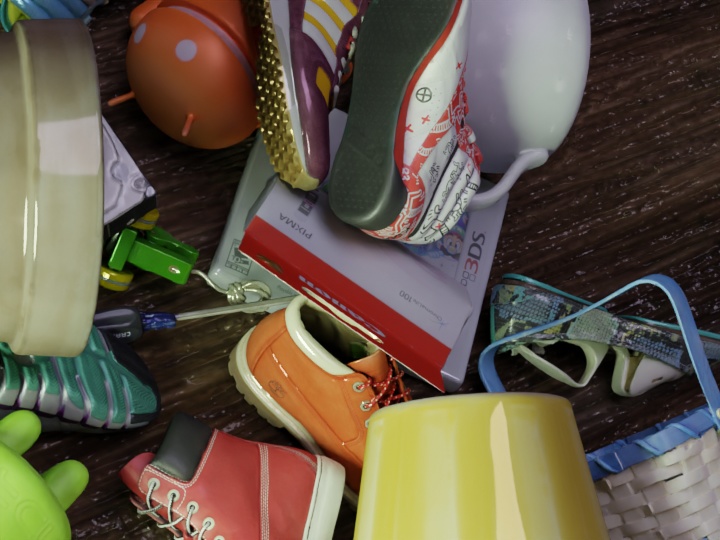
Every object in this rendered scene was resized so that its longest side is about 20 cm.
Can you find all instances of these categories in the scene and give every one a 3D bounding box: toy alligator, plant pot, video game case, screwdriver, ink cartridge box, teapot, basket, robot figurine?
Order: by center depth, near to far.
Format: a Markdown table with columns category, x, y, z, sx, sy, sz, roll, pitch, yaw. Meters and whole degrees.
| category | x | y | z | sx | sy | sz | roll | pitch | yaw |
| --- | --- | --- | --- | --- | --- | --- | --- | --- | --- |
| plant pot | -0.248 | -0.048 | 1.106 | 0.173 | 0.200 | 0.200 | 0 | 63 | -15 |
| robot figurine | -0.250 | 0.171 | 1.120 | 0.175 | 0.116 | 0.200 | 48 | 53 | -10 |
| plant pot | 0.077 | 0.178 | 1.199 | 0.201 | 0.201 | 0.189 | 3 | 76 | -24 |
| ink cartridge box | 0.000 | 0.000 | 1.272 | 0.163 | 0.200 | 0.057 | 34 | 93 | -6 |
| screwdriver | -0.109 | 0.033 | 1.293 | 0.200 | 0.028 | 0.029 | -4 | 90 | -12 |
| toy alligator | -0.155 | -0.020 | 1.313 | 0.200 | 0.059 | 0.054 | 22 | 16 | -14 |
| basket | 0.181 | 0.119 | 1.329 | 0.139 | 0.176 | 0.200 | -24 | 89 | -48 |
| robot figurine | -0.085 | -0.165 | 1.378 | 0.144 | 0.117 | 0.200 | 48 | 62 | -3 |
| video game case | 0.003 | -0.026 | 1.408 | 0.200 | 0.024 | 0.182 | 24 | 55 | -12 |
| teapot | 0.070 | -0.162 | 1.420 | 0.146 | 0.200 | 0.198 | 1 | 107 | -22 |

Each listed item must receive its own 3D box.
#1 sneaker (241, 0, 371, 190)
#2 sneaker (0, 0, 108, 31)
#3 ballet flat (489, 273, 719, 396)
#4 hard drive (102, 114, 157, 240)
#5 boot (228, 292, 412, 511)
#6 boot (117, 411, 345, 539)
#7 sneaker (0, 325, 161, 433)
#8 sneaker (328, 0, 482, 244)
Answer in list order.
| category | x | y | z | sx | sy | sz | roll | pitch | yaw |
| --- | --- | --- | --- | --- | --- | --- | --- | --- | --- |
| sneaker | -0.025 | -0.151 | 1.291 | 0.090 | 0.075 | 0.200 | -4 | 74 | -17 |
| sneaker | -0.195 | -0.215 | 1.392 | 0.080 | 0.131 | 0.200 | 41 | 16 | 20 |
| ballet flat | 0.183 | 0.059 | 1.432 | 0.200 | 0.074 | 0.074 | 15 | 58 | -16 |
| hard drive | -0.252 | -0.048 | 1.244 | 0.200 | 0.038 | 0.140 | -33 | 79 | -11 |
| boot | 0.008 | 0.097 | 1.293 | 0.200 | 0.107 | 0.075 | 40 | 52 | -3 |
| boot | -0.095 | 0.187 | 1.217 | 0.144 | 0.072 | 0.200 | 20 | 48 | -14 |
| sneaker | -0.222 | 0.076 | 1.224 | 0.200 | 0.088 | 0.074 | 17 | 46 | -45 |
| sneaker | 0.045 | -0.116 | 1.291 | 0.108 | 0.067 | 0.202 | 21 | 85 | -57 |
